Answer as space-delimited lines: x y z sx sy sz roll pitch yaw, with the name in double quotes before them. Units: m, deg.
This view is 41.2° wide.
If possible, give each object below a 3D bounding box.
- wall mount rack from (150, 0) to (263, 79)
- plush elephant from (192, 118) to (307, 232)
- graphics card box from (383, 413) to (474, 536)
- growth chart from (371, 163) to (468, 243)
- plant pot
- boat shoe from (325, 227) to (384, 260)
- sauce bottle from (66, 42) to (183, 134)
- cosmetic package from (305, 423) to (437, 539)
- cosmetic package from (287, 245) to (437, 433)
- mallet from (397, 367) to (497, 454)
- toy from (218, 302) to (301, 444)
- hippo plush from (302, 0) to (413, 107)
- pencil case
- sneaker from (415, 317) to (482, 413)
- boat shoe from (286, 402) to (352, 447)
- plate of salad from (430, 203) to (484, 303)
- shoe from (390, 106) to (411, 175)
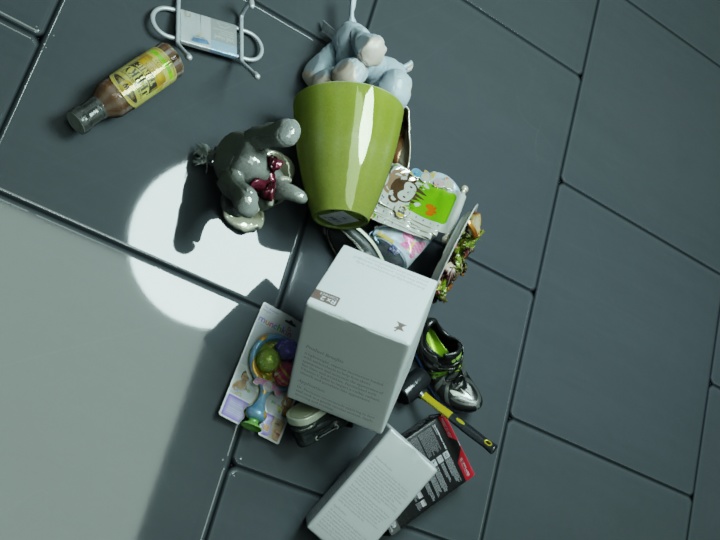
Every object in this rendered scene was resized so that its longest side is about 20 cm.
"wall mount rack" -0.235 -0.377 1.548 0.199 0.075 0.175 10 61 -28
"plush elephant" -0.157 -0.144 1.522 0.155 0.200 0.165 34 77 -45
"graphics card box" 0.087 0.342 1.614 0.200 0.051 0.126 -29 94 -33
"growth chart" 0.082 -0.122 1.650 0.199 0.018 0.145 15 61 -3
"plant pot" -0.026 -0.176 1.570 0.186 0.187 0.201 13 71 -28
"boat shoe" -0.001 0.001 1.621 0.200 0.074 0.066 56 47 -19
"sauce bottle" -0.361 -0.277 1.473 0.065 0.065 0.200 51 60 -11
"cosmetic package" 0.016 0.351 1.507 0.101 0.071 0.200 42 87 -3
"cosmetic package" 0.002 0.105 1.474 0.164 0.201 0.165 21 39 7
"mallet" 0.153 0.237 1.629 0.200 0.041 0.066 30 53 16
"toy" -0.135 0.161 1.523 0.115 0.047 0.201 32 66 -23
"hippo plush" 0.003 -0.341 1.680 0.161 0.159 0.200 39 19 -37
"pencil case" 0.096 -0.087 1.692 0.091 0.083 0.200 43 61 0
"sneaker" 0.150 0.166 1.669 0.071 0.083 0.200 -37 99 -30
"boat shoe" -0.033 0.228 1.550 0.199 0.074 0.066 -25 115 -44
"plate of salad" 0.168 -0.021 1.658 0.048 0.200 0.201 26 65 6
"shoe" 0.053 -0.204 1.706 0.070 0.053 0.201 19 71 -26
